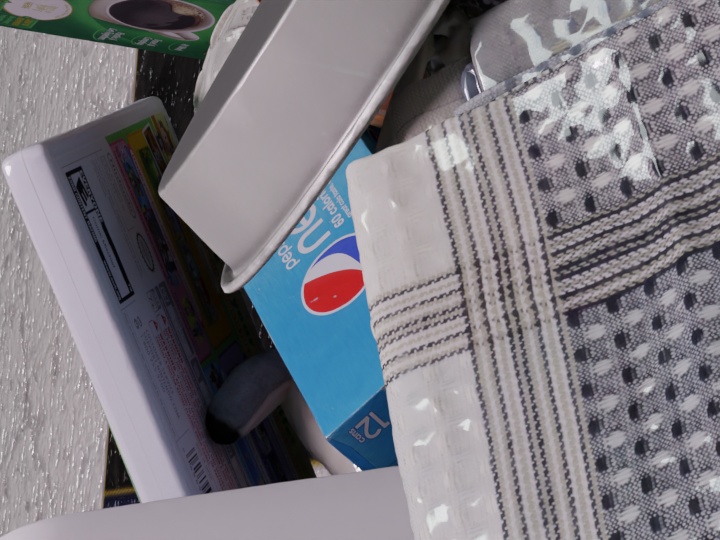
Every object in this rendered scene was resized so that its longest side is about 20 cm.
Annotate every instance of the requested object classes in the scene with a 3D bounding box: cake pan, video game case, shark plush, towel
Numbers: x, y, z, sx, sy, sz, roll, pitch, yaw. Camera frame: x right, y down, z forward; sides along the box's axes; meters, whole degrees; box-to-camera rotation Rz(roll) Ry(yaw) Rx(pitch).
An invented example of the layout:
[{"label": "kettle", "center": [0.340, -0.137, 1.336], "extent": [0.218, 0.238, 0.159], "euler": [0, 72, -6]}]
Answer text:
[{"label": "cake pan", "center": [-0.001, -0.087, 0.798], "extent": [0.200, 0.037, 0.200], "euler": [-57, 8, 12]}, {"label": "video game case", "center": [-0.070, 0.035, 1.039], "extent": [0.182, 0.022, 0.200], "euler": [-45, -66, -77]}, {"label": "shark plush", "center": [0.014, 0.011, 1.041], "extent": [0.083, 0.091, 0.200], "euler": [-40, 22, 39]}, {"label": "towel", "center": [0.085, -0.006, 0.637], "extent": [0.192, 0.035, 0.200], "euler": [-28, 51, 28]}]

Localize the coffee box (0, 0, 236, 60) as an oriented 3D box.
[{"label": "coffee box", "center": [-0.100, -0.131, 1.167], "extent": [0.123, 0.200, 0.044], "euler": [157, 120, -72]}]

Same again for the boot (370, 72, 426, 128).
[{"label": "boot", "center": [0.032, -0.160, 0.918], "extent": [0.155, 0.074, 0.201], "euler": [154, 119, -65]}]

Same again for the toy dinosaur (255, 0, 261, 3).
[{"label": "toy dinosaur", "center": [-0.034, -0.152, 1.022], "extent": [0.136, 0.102, 0.200], "euler": [-41, -51, -51]}]

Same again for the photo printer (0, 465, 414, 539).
[{"label": "photo printer", "center": [-0.028, 0.146, 0.824], "extent": [0.070, 0.199, 0.167], "euler": [85, 178, -57]}]

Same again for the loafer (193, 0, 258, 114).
[{"label": "loafer", "center": [-0.038, -0.059, 1.135], "extent": [0.200, 0.070, 0.070], "euler": [107, 169, -69]}]

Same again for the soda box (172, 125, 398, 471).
[{"label": "soda box", "center": [0.000, 0.000, 0.948], "extent": [0.068, 0.064, 0.200], "euler": [-42, 35, 8]}]

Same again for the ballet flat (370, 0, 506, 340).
[{"label": "ballet flat", "center": [0.036, -0.002, 0.808], "extent": [0.072, 0.072, 0.201], "euler": [139, 134, -65]}]
